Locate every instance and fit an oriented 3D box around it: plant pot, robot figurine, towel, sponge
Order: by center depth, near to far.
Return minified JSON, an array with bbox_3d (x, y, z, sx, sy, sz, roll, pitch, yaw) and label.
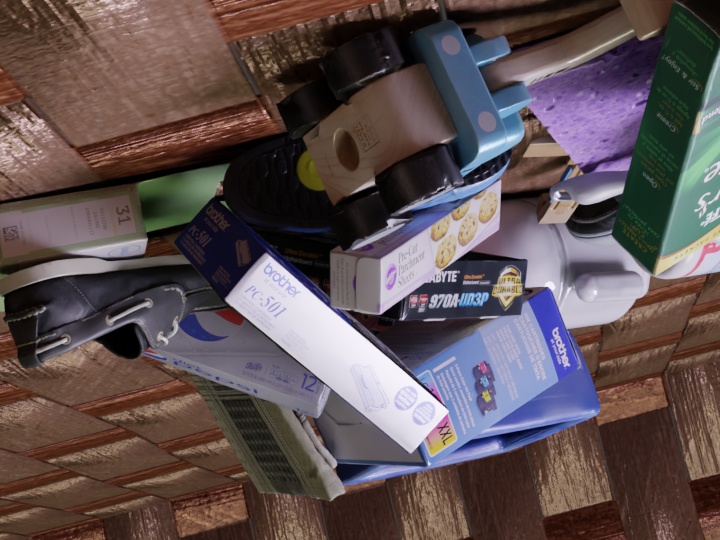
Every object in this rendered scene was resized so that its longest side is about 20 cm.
[{"bbox_3d":[0.175,-0.113,1.359,0.111,0.030,0.200,-18,159,15],"label":"sponge"},{"bbox_3d":[-0.089,0.094,1.667,0.034,0.201,0.192,-32,-171,-21],"label":"towel"},{"bbox_3d":[0.160,-0.006,1.755,0.199,0.114,0.169,-6,-164,-39],"label":"robot figurine"},{"bbox_3d":[0.077,0.081,1.921,0.198,0.182,0.200,-10,169,-26],"label":"plant pot"}]

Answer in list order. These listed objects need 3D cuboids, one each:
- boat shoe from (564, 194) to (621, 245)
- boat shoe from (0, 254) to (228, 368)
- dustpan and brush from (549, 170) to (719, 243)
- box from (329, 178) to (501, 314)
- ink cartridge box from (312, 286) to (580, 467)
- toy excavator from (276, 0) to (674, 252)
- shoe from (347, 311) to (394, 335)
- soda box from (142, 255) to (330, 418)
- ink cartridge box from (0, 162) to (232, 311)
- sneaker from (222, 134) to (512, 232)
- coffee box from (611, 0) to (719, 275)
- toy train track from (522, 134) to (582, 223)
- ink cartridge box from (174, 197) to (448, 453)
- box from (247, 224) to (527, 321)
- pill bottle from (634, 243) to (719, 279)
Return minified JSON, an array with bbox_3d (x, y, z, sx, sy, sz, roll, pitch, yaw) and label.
[{"bbox_3d":[0.217,-0.084,1.582,0.070,0.073,0.200,8,147,-42],"label":"boat shoe"},{"bbox_3d":[-0.155,0.028,1.400,0.199,0.068,0.072,-5,164,-47],"label":"boat shoe"},{"bbox_3d":[0.220,-0.062,1.387,0.198,0.058,0.140,-16,132,19],"label":"dustpan and brush"},{"bbox_3d":[0.040,-0.021,1.404,0.038,0.042,0.200,8,-160,25],"label":"box"},{"bbox_3d":[0.073,0.074,1.615,0.199,0.077,0.136,-31,-165,-31],"label":"ink cartridge box"},{"bbox_3d":[0.077,-0.110,1.210,0.199,0.101,0.194,-24,175,-31],"label":"toy excavator"},{"bbox_3d":[0.024,0.001,1.671,0.199,0.092,0.071,-21,168,34],"label":"shoe"},{"bbox_3d":[-0.112,0.043,1.527,0.198,0.064,0.068,20,169,3],"label":"soda box"},{"bbox_3d":[-0.156,-0.024,1.429,0.198,0.048,0.146,-9,168,-12],"label":"ink cartridge box"},{"bbox_3d":[0.005,-0.062,1.390,0.198,0.067,0.078,-12,173,-10],"label":"sneaker"},{"bbox_3d":[0.219,-0.097,1.223,0.122,0.044,0.201,-29,148,-28],"label":"coffee box"},{"bbox_3d":[0.164,-0.087,1.525,0.113,0.033,0.200,-3,159,-11],"label":"toy train track"},{"bbox_3d":[-0.032,0.038,1.392,0.044,0.094,0.200,-48,127,1],"label":"ink cartridge box"},{"bbox_3d":[0.000,0.000,1.546,0.199,0.047,0.158,10,-174,37],"label":"box"},{"bbox_3d":[0.320,-0.058,1.706,0.198,0.110,0.109,-9,169,-26],"label":"pill bottle"}]
